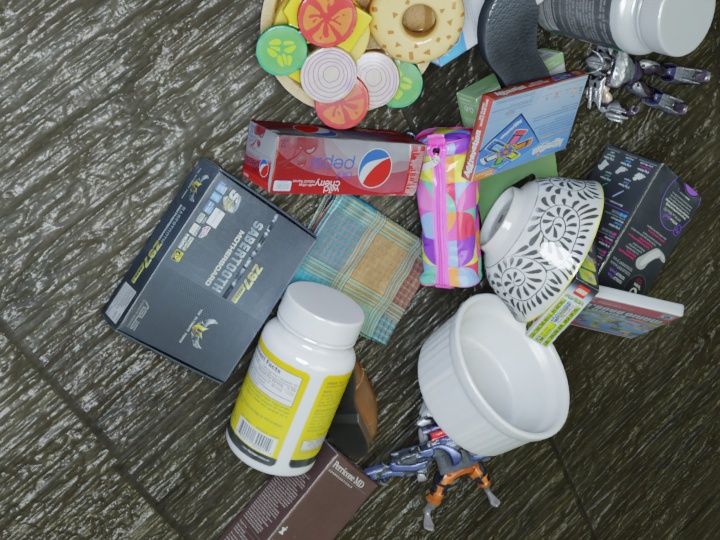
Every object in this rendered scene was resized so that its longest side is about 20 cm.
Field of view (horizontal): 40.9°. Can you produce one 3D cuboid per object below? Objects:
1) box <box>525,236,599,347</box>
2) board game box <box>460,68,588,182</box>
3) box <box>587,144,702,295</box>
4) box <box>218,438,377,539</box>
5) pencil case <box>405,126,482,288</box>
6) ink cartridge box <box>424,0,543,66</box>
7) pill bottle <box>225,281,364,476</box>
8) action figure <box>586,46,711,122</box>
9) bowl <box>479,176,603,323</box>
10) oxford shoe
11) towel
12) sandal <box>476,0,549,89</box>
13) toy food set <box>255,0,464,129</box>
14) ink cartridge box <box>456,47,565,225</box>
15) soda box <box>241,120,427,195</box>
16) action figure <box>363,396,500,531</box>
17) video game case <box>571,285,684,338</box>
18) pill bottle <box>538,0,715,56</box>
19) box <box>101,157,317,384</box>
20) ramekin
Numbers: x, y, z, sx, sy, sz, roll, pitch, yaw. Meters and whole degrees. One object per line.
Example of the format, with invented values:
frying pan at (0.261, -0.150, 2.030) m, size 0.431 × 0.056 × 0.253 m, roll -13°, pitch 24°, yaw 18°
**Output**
box at (0.257, -0.006, 1.236) m, size 0.034 × 0.201 × 0.110 m, roll 28°, pitch 126°, yaw -9°
board game box at (0.197, -0.174, 1.140) m, size 0.199 × 0.019 × 0.104 m, roll -22°, pitch 134°, yaw -43°
box at (0.366, -0.054, 1.360) m, size 0.122 × 0.106 × 0.201 m, roll 27°, pitch 94°, yaw -39°
box at (-0.083, 0.315, 1.231) m, size 0.201 × 0.075 × 0.100 m, roll -51°, pitch 130°, yaw -7°
pencil case at (0.104, -0.076, 1.164) m, size 0.088 × 0.088 × 0.202 m, roll -19°, pitch 114°, yaw -28°
ink cartridge box at (0.133, -0.333, 1.083) m, size 0.199 × 0.068 × 0.117 m, roll -35°, pitch 128°, yaw -18°
pill bottle at (-0.072, 0.123, 1.104) m, size 0.113 × 0.114 × 0.202 m, roll 7°, pitch 115°, yaw -38°
action figure at (0.374, -0.263, 1.295) m, size 0.198 × 0.069 × 0.131 m, roll 6°, pitch 113°, yaw -34°
bowl at (0.209, -0.044, 1.214) m, size 0.094 × 0.201 × 0.202 m, roll 27°, pitch 95°, yaw -9°
oxford shoe at (-0.021, 0.135, 1.206) m, size 0.071 × 0.071 × 0.202 m, roll -54°, pitch 139°, yaw -47°
towel at (0.000, 0.000, 1.175) m, size 0.199 × 0.022 × 0.148 m, roll 28°, pitch 94°, yaw -41°
sandal at (0.164, -0.252, 1.085) m, size 0.076 × 0.043 × 0.200 m, roll -40°, pitch 151°, yaw -3°
toy food set at (-0.006, -0.246, 0.995) m, size 0.199 × 0.049 × 0.199 m, roll 25°, pitch 115°, yaw -27°
ink cartridge box at (0.205, -0.162, 1.232) m, size 0.145 × 0.048 × 0.202 m, roll -30°, pitch 124°, yaw -21°
soda box at (-0.027, -0.122, 1.064) m, size 0.198 × 0.070 × 0.064 m, roll -1°, pitch 111°, yaw -35°
action figure at (0.102, 0.264, 1.351) m, size 0.198 × 0.105 × 0.195 m, roll -10°, pitch 113°, yaw -1°
video game case at (0.334, 0.056, 1.309) m, size 0.141 × 0.200 × 0.018 m, roll 13°, pitch 78°, yaw 0°
pill bottle at (0.303, -0.317, 1.128) m, size 0.112 × 0.200 × 0.114 m, roll -16°, pitch 120°, yaw -29°
box at (-0.159, 0.004, 1.041) m, size 0.157 × 0.051 × 0.201 m, roll 35°, pitch 88°, yaw -42°
ramekin at (0.168, 0.140, 1.252) m, size 0.199 × 0.202 × 0.098 m, roll 12°, pitch 144°, yaw -39°
